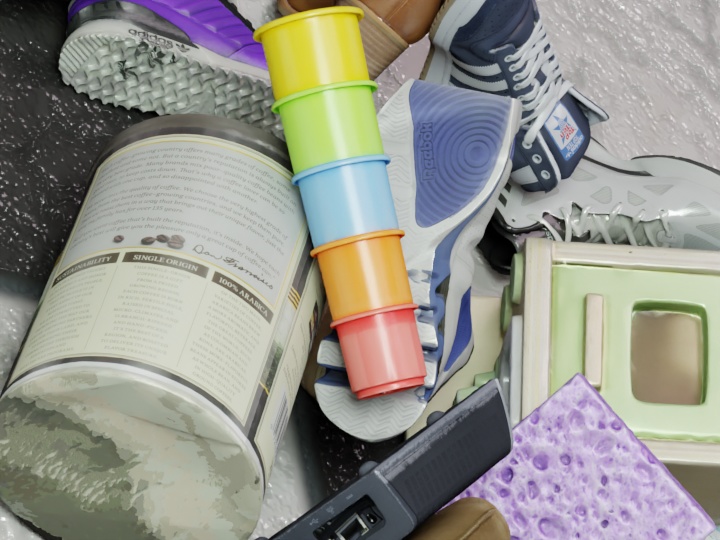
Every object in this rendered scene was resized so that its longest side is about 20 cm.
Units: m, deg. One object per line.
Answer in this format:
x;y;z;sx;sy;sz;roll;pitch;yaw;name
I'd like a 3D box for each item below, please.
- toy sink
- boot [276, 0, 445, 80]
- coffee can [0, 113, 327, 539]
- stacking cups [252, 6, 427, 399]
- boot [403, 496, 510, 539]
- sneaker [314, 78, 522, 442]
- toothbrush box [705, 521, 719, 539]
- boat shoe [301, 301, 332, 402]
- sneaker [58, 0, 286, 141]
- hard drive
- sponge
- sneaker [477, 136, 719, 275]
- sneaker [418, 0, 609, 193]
0.129;0.061;1.689;0.200;0.112;0.131;4;68;-2;toy sink
0.024;-0.189;1.808;0.077;0.155;0.200;40;10;-8;boot
-0.099;0.036;1.564;0.146;0.146;0.200;34;42;-15;coffee can
-0.010;-0.033;1.557;0.060;0.060;0.200;-5;82;-43;stacking cups
-0.012;0.198;1.494;0.066;0.175;0.200;53;17;2;boot
0.028;-0.003;1.633;0.080;0.115;0.200;16;86;8;sneaker
0.198;0.112;1.813;0.146;0.085;0.200;-7;65;-44;toothbrush box
0.000;0.000;1.753;0.064;0.071;0.200;15;48;15;boat shoe
-0.083;-0.130;1.773;0.200;0.070;0.100;23;43;-27;sneaker
-0.015;0.134;1.515;0.042;0.200;0.135;54;38;2;hard drive
0.078;0.159;1.600;0.112;0.200;0.030;50;3;4;sponge
0.147;-0.021;1.851;0.200;0.076;0.115;21;47;24;sneaker
0.096;-0.116;1.761;0.108;0.200;0.070;36;68;8;sneaker
